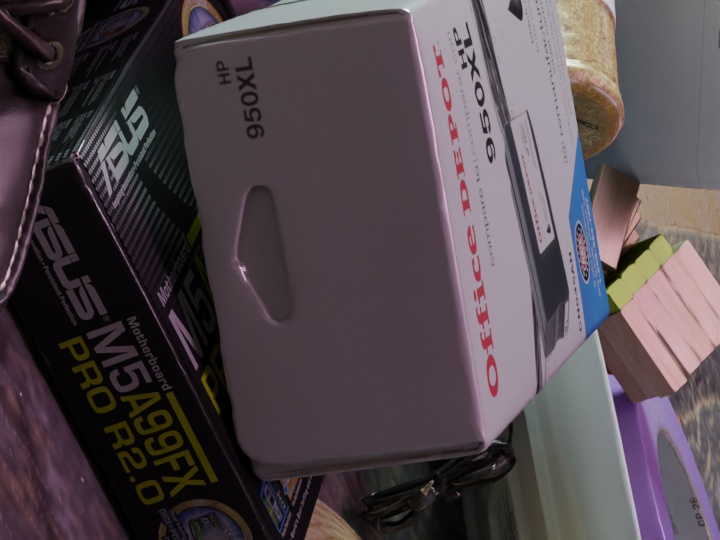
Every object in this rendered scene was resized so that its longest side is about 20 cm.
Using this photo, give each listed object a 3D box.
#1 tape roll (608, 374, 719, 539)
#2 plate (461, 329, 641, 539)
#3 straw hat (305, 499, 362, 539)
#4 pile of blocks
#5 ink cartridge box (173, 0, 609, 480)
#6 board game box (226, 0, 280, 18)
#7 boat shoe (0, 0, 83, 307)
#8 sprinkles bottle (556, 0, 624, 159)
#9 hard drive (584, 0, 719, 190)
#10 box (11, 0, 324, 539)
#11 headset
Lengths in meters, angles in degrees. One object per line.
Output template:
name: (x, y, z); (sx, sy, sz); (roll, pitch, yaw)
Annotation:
tape roll: (0.134, 0.149, 1.347); (0.200, 0.065, 0.201); (-17, 90, -77)
plate: (0.074, 0.108, 1.169); (0.200, 0.032, 0.200); (100, -18, -57)
straw hat: (0.037, 0.156, 1.023); (0.201, 0.085, 0.202); (-19, 90, -74)
pile of blocks: (0.077, -0.011, 1.276); (0.200, 0.062, 0.082); (33, 62, -22)
ink cartridge box: (0.017, -0.026, 0.963); (0.200, 0.084, 0.145); (-36, 117, -70)
board game box: (-0.079, -0.218, 1.009); (0.200, 0.043, 0.200); (68, -1, -61)
boat shoe: (-0.108, -0.083, 0.759); (0.072, 0.066, 0.202); (11, 74, -35)
sprinkles bottle: (0.074, -0.142, 1.209); (0.068, 0.068, 0.201); (49, 33, -50)
hard drive: (0.107, -0.109, 1.315); (0.026, 0.199, 0.133); (-2, 96, -42)
box: (-0.059, -0.002, 0.968); (0.200, 0.044, 0.161); (-71, 139, -65)
headset: (0.000, 0.000, 1.128); (0.201, 0.094, 0.124); (61, 2, 14)
